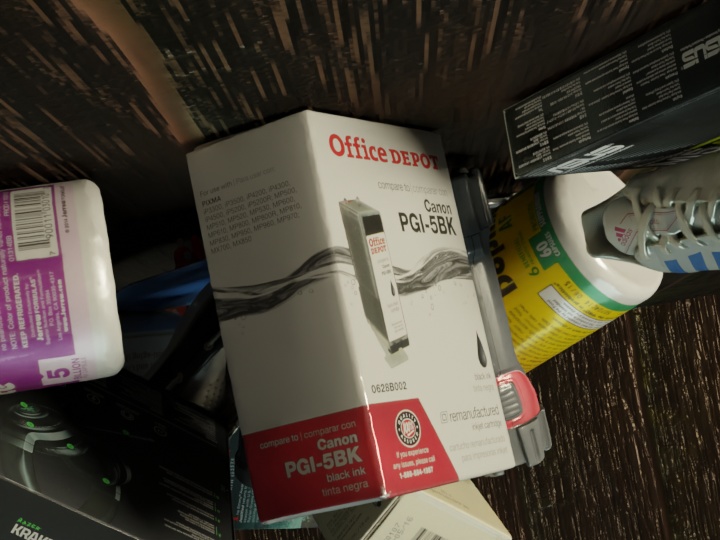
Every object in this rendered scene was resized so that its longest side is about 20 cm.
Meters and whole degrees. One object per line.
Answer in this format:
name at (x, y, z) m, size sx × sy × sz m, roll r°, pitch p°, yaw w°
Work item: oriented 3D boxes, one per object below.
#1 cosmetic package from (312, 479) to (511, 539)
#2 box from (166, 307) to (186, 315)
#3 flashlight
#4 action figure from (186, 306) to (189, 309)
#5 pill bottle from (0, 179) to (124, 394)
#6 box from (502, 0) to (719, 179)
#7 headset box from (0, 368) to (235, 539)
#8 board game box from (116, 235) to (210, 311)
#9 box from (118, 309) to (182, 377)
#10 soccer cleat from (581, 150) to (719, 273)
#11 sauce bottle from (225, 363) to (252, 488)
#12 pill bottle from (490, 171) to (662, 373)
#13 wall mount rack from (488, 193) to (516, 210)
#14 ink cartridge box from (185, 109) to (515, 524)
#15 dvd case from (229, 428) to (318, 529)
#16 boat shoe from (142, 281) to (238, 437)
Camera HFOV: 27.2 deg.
cosmetic package at (0.008, 0.133, 1.015) m, size 0.103 × 0.073 × 0.200 m, roll 32°, pitch -168°, yaw -35°
box at (-0.146, 0.067, 1.432) m, size 0.095 × 0.100 × 0.200 m, roll -12°, pitch 174°, yaw 26°
flashlight at (0.074, 0.033, 0.989) m, size 0.068 × 0.201 × 0.068 m, roll -10°, pitch -170°, yaw 27°
action figure at (-0.039, 0.005, 1.203) m, size 0.200 × 0.070 × 0.130 m, roll -20°, pitch 171°, yaw -20°
pill bottle at (-0.233, 0.017, 0.802) m, size 0.199 × 0.113 × 0.112 m, roll -8°, pitch 174°, yaw -10°
box at (0.205, -0.094, 0.761) m, size 0.193 × 0.048 × 0.200 m, roll -8°, pitch 174°, yaw -27°
headset box at (-0.170, 0.134, 0.877) m, size 0.174 × 0.093 × 0.200 m, roll 28°, pitch -163°, yaw -19°
board game box at (-0.083, -0.019, 1.045) m, size 0.200 × 0.039 × 0.158 m, roll -19°, pitch 171°, yaw 13°
box at (-0.240, 0.110, 1.101) m, size 0.200 × 0.172 × 0.199 m, roll -3°, pitch -168°, yaw -41°
soccer cleat at (0.183, -0.027, 0.798) m, size 0.086 × 0.070 × 0.200 m, roll -7°, pitch 176°, yaw -14°
sauce bottle at (-0.055, 0.045, 0.944) m, size 0.065 × 0.201 × 0.065 m, roll 7°, pitch -156°, yaw -3°
pill bottle at (0.107, 0.015, 1.066) m, size 0.200 × 0.113 × 0.113 m, roll -35°, pitch 159°, yaw 35°
wall mount rack at (0.143, -0.007, 1.209) m, size 0.200 × 0.075 × 0.174 m, roll -6°, pitch 158°, yaw -29°
ink cartridge box at (-0.003, 0.023, 0.803) m, size 0.083 × 0.201 × 0.147 m, roll -17°, pitch 171°, yaw 31°
dvd case at (-0.031, 0.125, 1.134) m, size 0.200 × 0.146 × 0.022 m, roll 5°, pitch -173°, yaw -40°
boat shoe at (-0.113, 0.097, 1.011) m, size 0.074 × 0.200 × 0.060 m, roll 31°, pitch -175°, yaw -38°
